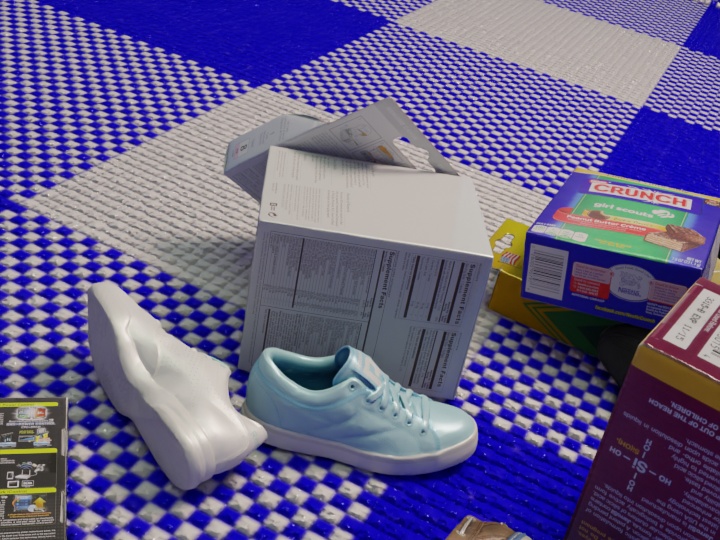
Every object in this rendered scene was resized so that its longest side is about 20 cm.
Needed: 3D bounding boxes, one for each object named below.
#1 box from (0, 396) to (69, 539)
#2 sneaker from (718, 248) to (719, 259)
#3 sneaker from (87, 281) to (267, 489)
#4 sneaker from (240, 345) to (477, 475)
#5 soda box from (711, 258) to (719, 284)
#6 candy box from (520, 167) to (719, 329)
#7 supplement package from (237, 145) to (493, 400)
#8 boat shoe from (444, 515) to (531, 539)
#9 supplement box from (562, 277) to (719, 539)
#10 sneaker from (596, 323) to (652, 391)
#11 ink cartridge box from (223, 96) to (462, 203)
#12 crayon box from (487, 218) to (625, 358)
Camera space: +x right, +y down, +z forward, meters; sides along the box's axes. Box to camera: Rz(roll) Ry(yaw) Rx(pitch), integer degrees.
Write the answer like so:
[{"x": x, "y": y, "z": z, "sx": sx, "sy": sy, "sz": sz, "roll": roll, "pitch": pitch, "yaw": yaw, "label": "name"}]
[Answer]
[{"x": -0.290, "y": 0.151, "z": 0.609, "sx": 0.196, "sy": 0.045, "sz": 0.161, "roll": 2, "pitch": 32, "yaw": -19, "label": "box"}, {"x": 0.454, "y": -0.005, "z": 1.083, "sx": 0.081, "sy": 0.075, "sz": 0.201, "roll": -9, "pitch": 46, "yaw": -30, "label": "sneaker"}, {"x": -0.148, "y": 0.081, "z": 0.748, "sx": 0.087, "sy": 0.076, "sz": 0.200, "roll": -18, "pitch": 52, "yaw": -35, "label": "sneaker"}, {"x": 0.005, "y": 0.106, "z": 0.753, "sx": 0.196, "sy": 0.083, "sz": 0.074, "roll": 8, "pitch": 32, "yaw": -9, "label": "sneaker"}, {"x": 0.353, "y": 0.002, "z": 1.065, "sx": 0.063, "sy": 0.069, "sz": 0.201, "roll": -3, "pitch": 34, "yaw": -25, "label": "soda box"}, {"x": 0.269, "y": -0.025, "z": 0.951, "sx": 0.166, "sy": 0.079, "sz": 0.200, "roll": 14, "pitch": 27, "yaw": 22, "label": "candy box"}, {"x": 0.000, "y": 0.000, "z": 0.855, "sx": 0.196, "sy": 0.153, "sz": 0.153, "roll": 8, "pitch": 30, "yaw": -6, "label": "supplement package"}, {"x": 0.043, "y": 0.219, "z": 0.607, "sx": 0.072, "sy": 0.074, "sz": 0.198, "roll": 26, "pitch": 23, "yaw": 30, "label": "boat shoe"}, {"x": 0.237, "y": 0.130, "z": 0.683, "sx": 0.102, "sy": 0.203, "sz": 0.130, "roll": 27, "pitch": 33, "yaw": 25, "label": "supplement box"}, {"x": 0.272, "y": 0.117, "z": 0.844, "sx": 0.078, "sy": 0.077, "sz": 0.200, "roll": -9, "pitch": 37, "yaw": -28, "label": "sneaker"}, {"x": -0.010, "y": -0.100, "z": 0.930, "sx": 0.162, "sy": 0.197, "sz": 0.058, "roll": 40, "pitch": 38, "yaw": -41, "label": "ink cartridge box"}, {"x": 0.220, "y": 0.021, "z": 1.002, "sx": 0.197, "sy": 0.052, "sz": 0.127, "roll": 25, "pitch": 33, "yaw": 18, "label": "crayon box"}]
